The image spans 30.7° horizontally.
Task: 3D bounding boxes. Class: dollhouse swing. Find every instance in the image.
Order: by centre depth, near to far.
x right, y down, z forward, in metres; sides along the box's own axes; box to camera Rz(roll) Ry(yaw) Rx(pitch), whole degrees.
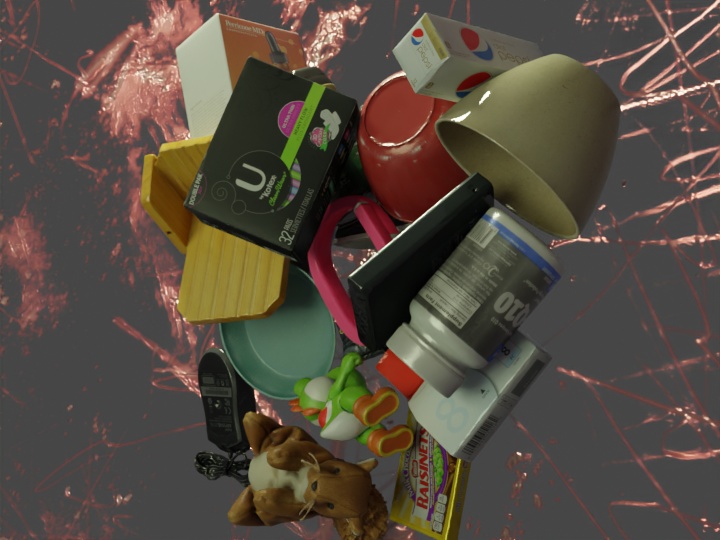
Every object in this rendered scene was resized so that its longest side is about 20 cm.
[{"bbox_3d":[-0.194,-0.052,1.739,0.200,0.182,0.176,-6,49,29],"label":"dollhouse swing"}]

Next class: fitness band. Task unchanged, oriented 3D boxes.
[{"bbox_3d":[0.000,0.000,1.625,0.144,0.037,0.200,-52,54,36],"label":"fitness band"}]

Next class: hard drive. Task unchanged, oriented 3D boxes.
[{"bbox_3d":[0.073,-0.007,1.500,0.033,0.200,0.140,40,159,27],"label":"hard drive"}]

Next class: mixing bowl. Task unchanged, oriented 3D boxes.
[{"bbox_3d":[0.070,-0.168,1.576,0.200,0.108,0.200,-14,61,27],"label":"mixing bowl"}]

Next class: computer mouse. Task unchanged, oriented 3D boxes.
[{"bbox_3d":[-0.190,0.207,1.906,0.138,0.053,0.200,4,101,45],"label":"computer mouse"}]

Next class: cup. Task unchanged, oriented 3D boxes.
[{"bbox_3d":[0.202,-0.152,1.442,0.143,0.200,0.200,-51,46,-7],"label":"cup"}]

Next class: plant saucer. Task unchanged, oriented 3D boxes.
[{"bbox_3d":[-0.107,0.077,1.802,0.200,0.036,0.200,9,106,33],"label":"plant saucer"}]

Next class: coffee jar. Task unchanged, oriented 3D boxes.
[{"bbox_3d":[-0.047,-0.165,1.724,0.104,0.085,0.200,-40,78,43],"label":"coffee jar"}]

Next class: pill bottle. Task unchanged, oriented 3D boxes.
[{"bbox_3d":[0.127,0.038,1.477,0.200,0.114,0.114,-50,49,1],"label":"pill bottle"}]

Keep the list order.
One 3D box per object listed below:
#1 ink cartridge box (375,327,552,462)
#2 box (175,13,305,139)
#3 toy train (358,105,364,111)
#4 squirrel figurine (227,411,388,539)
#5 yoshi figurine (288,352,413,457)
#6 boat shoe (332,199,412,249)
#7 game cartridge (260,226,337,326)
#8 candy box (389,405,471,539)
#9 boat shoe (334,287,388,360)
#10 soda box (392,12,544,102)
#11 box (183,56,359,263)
[{"bbox_3d":[0.110,0.106,1.565,0.160,0.047,0.200,-54,50,7],"label":"ink cartridge box"},{"bbox_3d":[-0.156,-0.236,1.839,0.106,0.152,0.200,-29,66,42],"label":"box"},{"bbox_3d":[0.009,-0.193,1.745,0.200,0.034,0.046,-27,70,42],"label":"toy train"},{"bbox_3d":[-0.039,0.270,1.638,0.186,0.200,0.142,-3,67,47],"label":"squirrel figurine"},{"bbox_3d":[-0.005,0.165,1.666,0.200,0.112,0.113,15,83,55],"label":"yoshi figurine"},{"bbox_3d":[0.048,-0.068,1.666,0.200,0.076,0.060,-10,79,34],"label":"boat shoe"},{"bbox_3d":[-0.110,-0.027,1.833,0.133,0.040,0.200,46,121,30],"label":"game cartridge"},{"bbox_3d":[0.093,0.224,1.614,0.102,0.026,0.200,13,94,48],"label":"candy box"},{"bbox_3d":[0.039,0.049,1.664,0.200,0.071,0.091,-34,60,48],"label":"boat shoe"},{"bbox_3d":[0.134,-0.231,1.493,0.064,0.200,0.068,-45,58,34],"label":"soda box"},{"bbox_3d":[-0.103,-0.132,1.608,0.148,0.124,0.200,22,85,6],"label":"box"}]
